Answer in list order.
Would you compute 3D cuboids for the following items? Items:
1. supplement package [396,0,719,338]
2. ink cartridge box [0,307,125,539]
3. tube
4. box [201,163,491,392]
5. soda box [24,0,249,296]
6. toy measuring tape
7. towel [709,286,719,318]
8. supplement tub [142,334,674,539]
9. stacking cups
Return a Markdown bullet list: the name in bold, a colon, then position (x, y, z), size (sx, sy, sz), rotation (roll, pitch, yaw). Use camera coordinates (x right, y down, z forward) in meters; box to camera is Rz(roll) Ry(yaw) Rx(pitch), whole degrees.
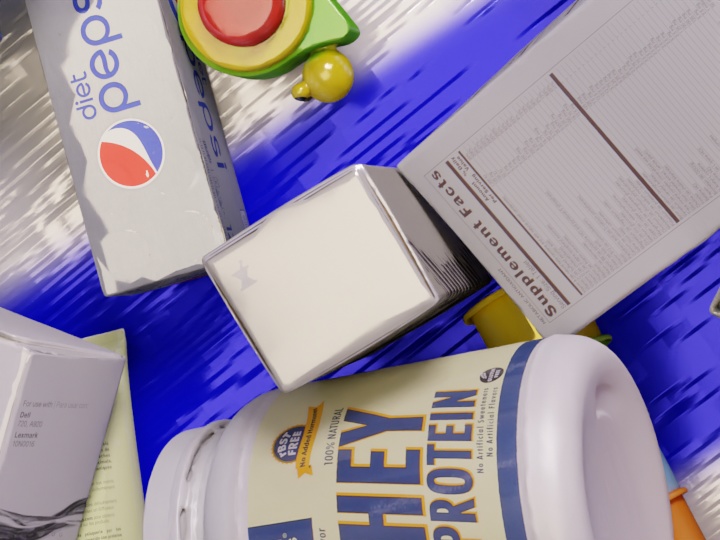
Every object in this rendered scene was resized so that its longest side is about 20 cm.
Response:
- **supplement package**: position (0.133, -0.078, 0.914), size (0.200, 0.110, 0.114), rotation (-39, 92, 34)
- **ink cartridge box**: position (-0.214, 0.111, 1.024), size (0.146, 0.084, 0.200), rotation (19, 95, 30)
- **tube**: position (-0.132, 0.134, 1.049), size (0.058, 0.052, 0.200), rotation (-10, 84, -21)
- **box**: position (0.000, 0.000, 0.939), size (0.082, 0.200, 0.068), rotation (-31, 87, 11)
- **soda box**: position (-0.113, -0.091, 1.029), size (0.068, 0.063, 0.200), rotation (-16, 89, 10)
- **toy measuring tape**: position (-0.076, -0.156, 1.018), size (0.074, 0.074, 0.200), rotation (-39, 84, 10)
- **towel**: position (0.241, -0.060, 0.870), size (0.193, 0.200, 0.035), rotation (-45, 76, 29)
- **supplement tub**: position (0.022, 0.113, 0.912), size (0.200, 0.145, 0.145), rotation (-12, 89, 23)
- **stacking cups**: position (0.115, 0.097, 0.977), size (0.060, 0.061, 0.200), rotation (-27, 79, 11)
